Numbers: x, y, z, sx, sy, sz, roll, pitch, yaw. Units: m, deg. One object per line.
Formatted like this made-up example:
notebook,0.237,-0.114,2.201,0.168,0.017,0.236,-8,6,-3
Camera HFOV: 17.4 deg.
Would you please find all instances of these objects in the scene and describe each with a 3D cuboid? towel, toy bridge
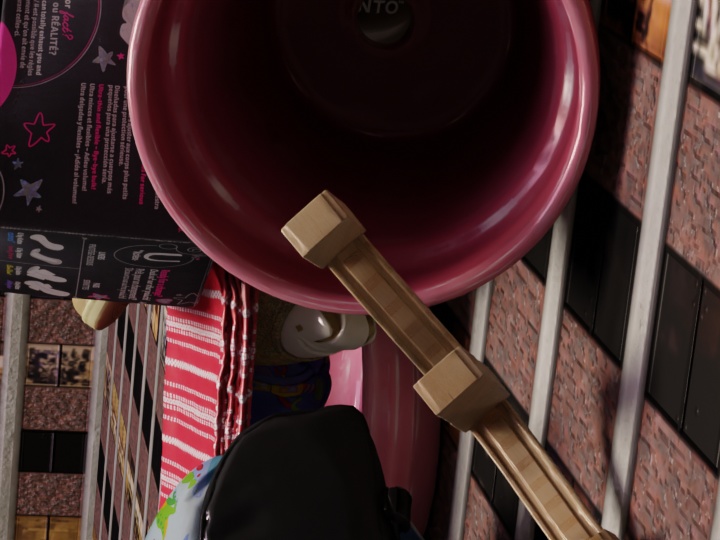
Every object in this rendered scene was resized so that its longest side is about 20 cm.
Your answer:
towel,-0.087,0.085,1.251,0.145,0.022,0.202,-161,75,-72
toy bridge,0.041,0.049,0.955,0.200,0.027,0.067,51,-175,17

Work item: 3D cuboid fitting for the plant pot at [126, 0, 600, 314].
plant pot,0.009,-0.100,1.055,0.179,0.198,0.202,-70,-13,-72

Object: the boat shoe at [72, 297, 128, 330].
boat shoe,-0.131,-0.036,1.294,0.073,0.062,0.200,-53,10,26

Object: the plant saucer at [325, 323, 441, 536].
plant saucer,0.005,0.085,1.327,0.200,0.050,0.202,-177,90,-78

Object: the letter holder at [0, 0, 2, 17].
letter holder,-0.158,-0.203,1.351,0.142,0.100,0.201,118,169,-56

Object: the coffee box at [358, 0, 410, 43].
coffee box,-0.021,-0.111,1.353,0.080,0.112,0.201,-107,22,-58

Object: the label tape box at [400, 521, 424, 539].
label tape box,0.039,0.221,1.090,0.143,0.066,0.202,-145,62,-76

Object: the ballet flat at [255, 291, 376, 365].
ballet flat,0.000,0.000,1.207,0.200,0.070,0.071,-47,32,29

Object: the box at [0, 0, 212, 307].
box,-0.121,-0.096,1.163,0.132,0.114,0.202,120,154,-73

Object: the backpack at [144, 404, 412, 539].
backpack,-0.049,0.176,1.090,0.200,0.152,0.164,90,174,-66

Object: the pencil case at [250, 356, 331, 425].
pencil case,-0.067,0.113,1.358,0.078,0.086,0.201,-66,-10,-57
